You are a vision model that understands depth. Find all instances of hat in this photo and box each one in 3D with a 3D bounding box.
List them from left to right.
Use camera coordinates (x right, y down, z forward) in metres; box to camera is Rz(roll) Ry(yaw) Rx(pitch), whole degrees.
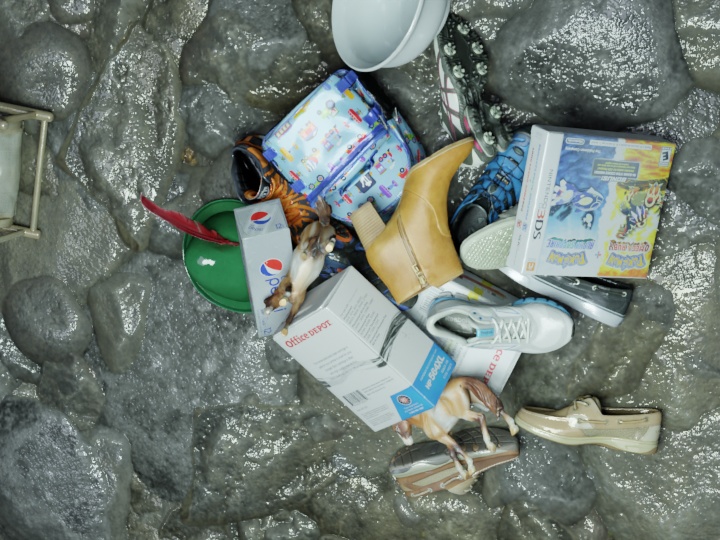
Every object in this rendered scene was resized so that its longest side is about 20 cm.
[{"bbox_3d":[-0.214,-0.007,1.579,0.198,0.176,0.167,28,109,7],"label":"hat"}]

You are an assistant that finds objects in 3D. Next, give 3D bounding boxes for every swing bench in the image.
[{"bbox_3d":[-0.582,-0.155,1.676,0.197,0.130,0.202,17,108,16],"label":"swing bench"}]

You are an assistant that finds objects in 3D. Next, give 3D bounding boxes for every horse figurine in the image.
[{"bbox_3d":[-0.073,-0.008,1.457,0.049,0.133,0.202,24,108,-7],"label":"horse figurine"},{"bbox_3d":[0.129,0.199,1.506,0.133,0.050,0.201,50,138,13],"label":"horse figurine"}]

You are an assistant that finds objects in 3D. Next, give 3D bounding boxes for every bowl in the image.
[{"bbox_3d":[0.053,-0.347,1.449,0.200,0.089,0.205,-15,71,52],"label":"bowl"}]

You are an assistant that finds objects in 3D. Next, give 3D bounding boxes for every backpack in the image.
[{"bbox_3d":[-0.013,-0.150,1.510,0.182,0.135,0.201,-37,98,14],"label":"backpack"}]

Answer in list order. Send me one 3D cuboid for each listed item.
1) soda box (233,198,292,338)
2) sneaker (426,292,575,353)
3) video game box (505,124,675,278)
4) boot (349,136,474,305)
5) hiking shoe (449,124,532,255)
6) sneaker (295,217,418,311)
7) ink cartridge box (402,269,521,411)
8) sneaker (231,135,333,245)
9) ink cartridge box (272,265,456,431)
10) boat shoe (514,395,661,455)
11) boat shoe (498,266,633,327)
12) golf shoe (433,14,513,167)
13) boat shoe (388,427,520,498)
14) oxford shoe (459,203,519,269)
[{"bbox_3d":[-0.126,-0.001,1.558,0.067,0.064,0.202,-14,137,-8],"label":"soda box"},{"bbox_3d":[0.176,0.077,1.453,0.196,0.087,0.076,2,102,13],"label":"sneaker"},{"bbox_3d":[0.294,-0.084,1.436,0.197,0.047,0.185,1,109,-23],"label":"video game box"},{"bbox_3d":[0.096,-0.061,1.440,0.200,0.071,0.145,-36,83,9],"label":"boot"},{"bbox_3d":[0.181,-0.098,1.496,0.074,0.087,0.202,31,109,6],"label":"hiking shoe"},{"bbox_3d":[0.000,0.000,1.523,0.199,0.075,0.079,32,148,31],"label":"sneaker"},{"bbox_3d":[0.126,0.079,1.556,0.198,0.083,0.147,28,109,8],"label":"ink cartridge box"},{"bbox_3d":[-0.117,-0.095,1.566,0.077,0.112,0.201,-40,91,20],"label":"sneaker"},{"bbox_3d":[0.004,0.105,1.487,0.200,0.085,0.145,44,143,-13],"label":"ink cartridge box"},{"bbox_3d":[0.312,0.203,1.547,0.196,0.071,0.066,8,99,5],"label":"boat shoe"},{"bbox_3d":[0.271,0.008,1.512,0.198,0.069,0.057,26,105,2],"label":"boat shoe"},{"bbox_3d":[0.127,-0.234,1.483,0.088,0.076,0.203,-28,75,53],"label":"golf shoe"},{"bbox_3d":[0.140,0.279,1.613,0.197,0.076,0.073,-16,106,25],"label":"boat shoe"},{"bbox_3d":[0.215,-0.061,1.479,0.198,0.058,0.076,-26,136,-10],"label":"oxford shoe"}]
